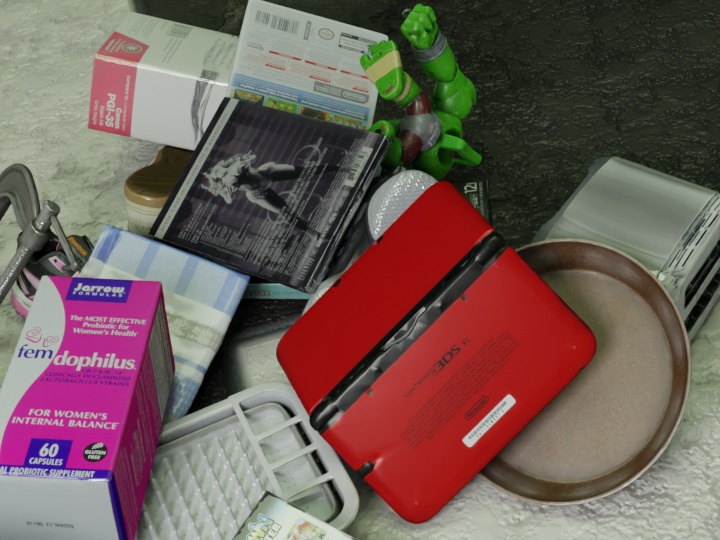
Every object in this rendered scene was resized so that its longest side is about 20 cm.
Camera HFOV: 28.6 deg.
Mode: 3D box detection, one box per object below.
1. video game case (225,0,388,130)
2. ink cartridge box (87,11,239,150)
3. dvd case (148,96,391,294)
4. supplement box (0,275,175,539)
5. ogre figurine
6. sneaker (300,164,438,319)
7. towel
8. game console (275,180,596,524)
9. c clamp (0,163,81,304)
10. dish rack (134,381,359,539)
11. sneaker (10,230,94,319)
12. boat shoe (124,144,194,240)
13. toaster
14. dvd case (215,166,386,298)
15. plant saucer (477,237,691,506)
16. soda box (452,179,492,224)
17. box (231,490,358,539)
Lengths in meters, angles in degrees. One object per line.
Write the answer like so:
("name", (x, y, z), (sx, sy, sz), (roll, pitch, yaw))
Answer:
("video game case", (-0.058, -0.151, 1.339), (0.141, 0.018, 0.202), (14, 68, -8))
("ink cartridge box", (-0.160, -0.184, 1.431), (0.197, 0.084, 0.147), (13, 27, 0))
("dvd case", (-0.082, -0.070, 1.231), (0.199, 0.016, 0.150), (18, 74, 38))
("supplement box", (-0.208, 0.109, 1.057), (0.100, 0.104, 0.201), (2, 42, 4))
("ogre figurine", (0.047, -0.126, 1.306), (0.097, 0.119, 0.202), (-8, 66, 38))
("sneaker", (0.000, 0.000, 1.211), (0.201, 0.075, 0.114), (-58, 17, 5))
("towel", (-0.196, 0.063, 1.182), (0.145, 0.024, 0.201), (20, 65, 12))
("game console", (0.054, 0.060, 1.091), (0.200, 0.172, 0.119), (-45, 3, 6))
("c clamp", (-0.327, -0.005, 1.274), (0.027, 0.200, 0.172), (14, 40, -41))
("dish rack", (-0.111, 0.180, 1.072), (0.198, 0.044, 0.172), (-21, 42, -13))
("sneaker", (-0.247, 0.015, 1.259), (0.198, 0.087, 0.080), (18, 34, 31))
("boat shoe", (-0.173, -0.076, 1.377), (0.071, 0.066, 0.200), (16, 25, 12))
("toaster", (0.228, -0.010, 1.172), (0.128, 0.115, 0.200), (20, 46, 27))
("dvd case", (-0.058, -0.045, 1.352), (0.144, 0.022, 0.201), (0, 40, 14))
("plant saucer", (0.154, 0.077, 1.073), (0.198, 0.034, 0.203), (-6, 75, 22))
("soda box", (0.083, 0.008, 1.220), (0.070, 0.064, 0.201), (-6, 39, 7))
("box", (-0.071, 0.255, 0.942), (0.109, 0.035, 0.201), (24, 58, 21))
